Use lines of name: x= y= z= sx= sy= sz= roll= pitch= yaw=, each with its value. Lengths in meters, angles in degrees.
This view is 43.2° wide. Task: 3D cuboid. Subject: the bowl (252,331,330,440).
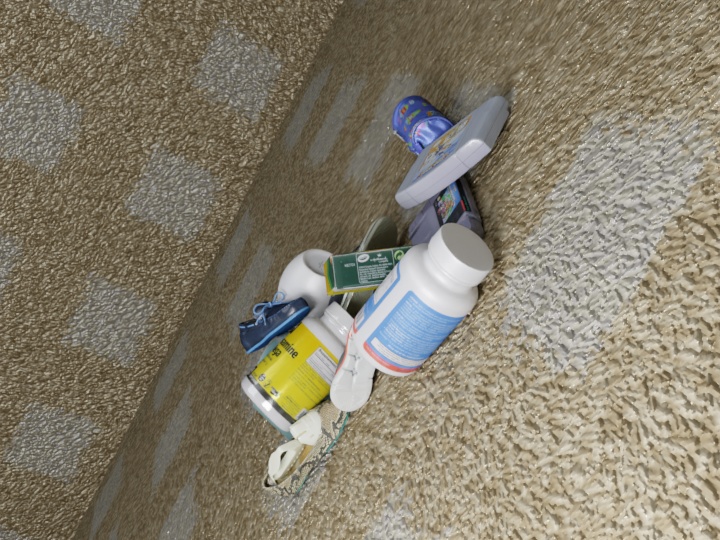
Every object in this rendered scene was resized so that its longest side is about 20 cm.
bowl: x=-0.120 y=0.185 z=1.572 sx=0.201 sy=0.105 sz=0.201 roll=-53 pitch=20 yaw=29

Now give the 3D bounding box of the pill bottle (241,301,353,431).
pill bottle: x=-0.083 y=0.148 z=1.440 sx=0.200 sy=0.112 sz=0.112 roll=-45 pitch=16 yaw=-6

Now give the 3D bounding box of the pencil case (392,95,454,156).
pencil case: x=0.105 y=-0.243 z=1.554 sx=0.087 sy=0.078 sz=0.200 roll=-37 pitch=21 yaw=5

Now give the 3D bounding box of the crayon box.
crayon box: x=0.013 y=0.002 z=1.327 sx=0.200 sy=0.126 sz=0.051 roll=143 pitch=120 yaw=-82

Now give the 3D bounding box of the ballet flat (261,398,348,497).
ballet flat: x=-0.093 y=0.275 z=1.410 sx=0.200 sy=0.075 sz=0.068 roll=-57 pitch=42 yaw=21

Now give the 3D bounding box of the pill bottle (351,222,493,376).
pill bottle: x=0.083 y=0.037 z=1.178 sx=0.200 sy=0.112 sz=0.112 roll=-51 pitch=21 yaw=35

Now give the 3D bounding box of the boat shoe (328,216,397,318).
boat shoe: x=0.000 y=0.000 z=1.521 sx=0.062 sy=0.074 sz=0.201 roll=28 pitch=98 yaw=47

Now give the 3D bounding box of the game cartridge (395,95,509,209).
game cartridge: x=0.134 y=-0.172 z=1.369 sx=0.200 sy=0.042 sz=0.133 roll=-34 pitch=16 yaw=46

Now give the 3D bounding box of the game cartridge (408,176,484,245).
game cartridge: x=0.122 y=-0.060 z=1.332 sx=0.130 sy=0.038 sz=0.200 roll=-61 pitch=17 yaw=25

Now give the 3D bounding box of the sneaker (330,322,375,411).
sneaker: x=0.006 y=0.110 z=1.366 sx=0.201 sy=0.077 sz=0.082 roll=-61 pitch=11 yaw=8

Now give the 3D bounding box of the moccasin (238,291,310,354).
moccasin: x=-0.166 y=0.087 z=1.601 sx=0.080 sy=0.068 sz=0.200 roll=-20 pitch=-10 yaw=-46

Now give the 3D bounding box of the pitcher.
pitcher: x=-0.094 y=0.048 z=1.691 sx=0.172 sy=0.121 sz=0.200 roll=-67 pitch=1 yaw=-55
